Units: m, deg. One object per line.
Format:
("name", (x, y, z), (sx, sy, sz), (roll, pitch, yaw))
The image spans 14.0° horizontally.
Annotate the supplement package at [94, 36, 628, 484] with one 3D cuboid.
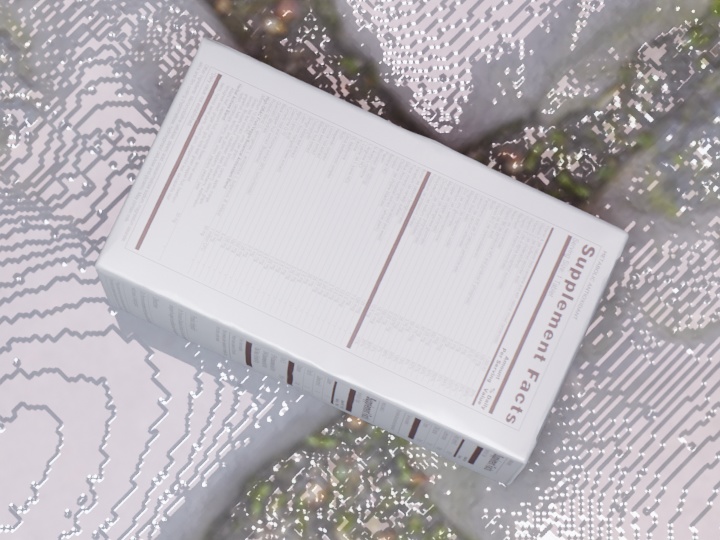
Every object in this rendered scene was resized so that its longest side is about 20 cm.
("supplement package", (0.000, 0.000, 1.273), (0.200, 0.110, 0.114), (25, 81, 2))
